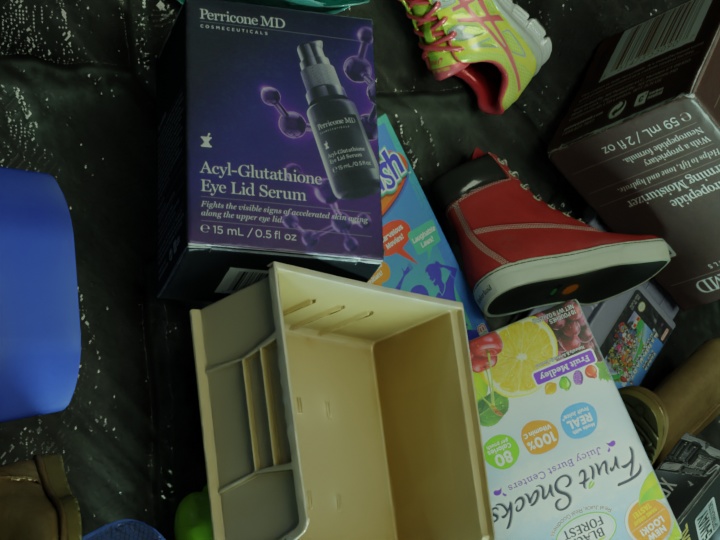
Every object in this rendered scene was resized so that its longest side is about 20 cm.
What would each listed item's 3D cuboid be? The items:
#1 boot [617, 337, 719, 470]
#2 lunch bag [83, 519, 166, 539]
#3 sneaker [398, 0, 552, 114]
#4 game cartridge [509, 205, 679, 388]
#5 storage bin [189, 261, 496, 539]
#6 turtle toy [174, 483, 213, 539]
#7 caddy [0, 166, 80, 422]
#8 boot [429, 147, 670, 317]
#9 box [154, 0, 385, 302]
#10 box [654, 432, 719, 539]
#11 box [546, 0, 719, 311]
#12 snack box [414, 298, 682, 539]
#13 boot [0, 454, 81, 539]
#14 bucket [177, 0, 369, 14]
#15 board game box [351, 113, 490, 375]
[{"bbox_3d":[0.256,0.110,1.692,0.066,0.176,0.200,42,52,15],"label":"boot"},{"bbox_3d":[-0.209,0.270,1.357,0.199,0.132,0.136,-20,75,-37],"label":"lunch bag"},{"bbox_3d":[0.073,-0.203,1.654,0.200,0.078,0.091,38,66,-26],"label":"sneaker"},{"bbox_3d":[0.195,0.055,1.732,0.130,0.038,0.200,45,61,-17],"label":"game cartridge"},{"bbox_3d":[-0.011,0.116,1.439,0.199,0.093,0.200,13,63,-47],"label":"storage bin"},{"bbox_3d":[-0.077,0.249,1.452,0.101,0.145,0.201,-39,106,-42],"label":"turtle toy"},{"bbox_3d":[-0.264,0.018,1.349,0.104,0.141,0.202,-1,84,-38],"label":"caddy"},{"bbox_3d":[0.156,-0.044,1.679,0.199,0.072,0.145,-5,60,-34],"label":"boot"},{"bbox_3d":[-0.069,-0.083,1.476,0.147,0.104,0.201,4,68,-17],"label":"box"},{"bbox_3d":[0.253,0.253,1.666,0.158,0.050,0.201,-47,142,-22],"label":"box"},{"bbox_3d":[0.299,-0.106,1.728,0.200,0.165,0.165,46,48,-20],"label":"box"},{"bbox_3d":[0.140,0.140,1.555,0.141,0.053,0.201,-21,80,-10],"label":"snack box"},{"bbox_3d":[-0.277,0.174,1.262,0.198,0.175,0.067,-4,105,-14],"label":"boot"},{"bbox_3d":[-0.064,-0.281,1.531,0.206,0.134,0.209,6,79,-34],"label":"bucket"},{"bbox_3d":[0.000,0.000,1.594,0.152,0.045,0.201,-34,103,-33],"label":"board game box"}]
